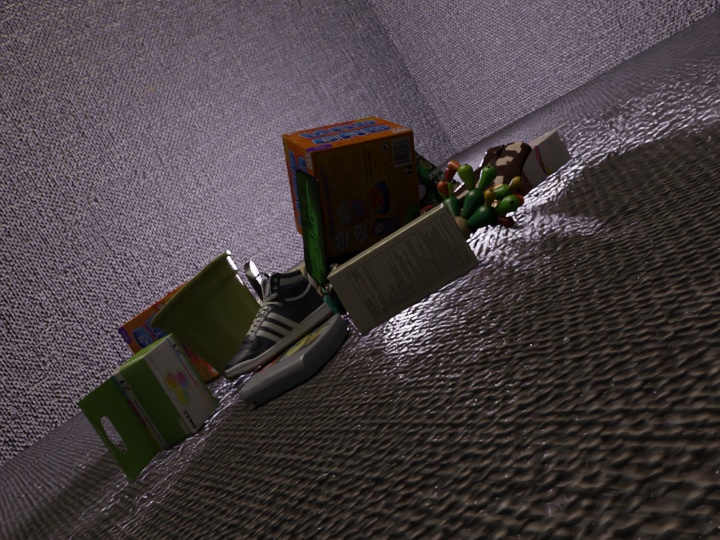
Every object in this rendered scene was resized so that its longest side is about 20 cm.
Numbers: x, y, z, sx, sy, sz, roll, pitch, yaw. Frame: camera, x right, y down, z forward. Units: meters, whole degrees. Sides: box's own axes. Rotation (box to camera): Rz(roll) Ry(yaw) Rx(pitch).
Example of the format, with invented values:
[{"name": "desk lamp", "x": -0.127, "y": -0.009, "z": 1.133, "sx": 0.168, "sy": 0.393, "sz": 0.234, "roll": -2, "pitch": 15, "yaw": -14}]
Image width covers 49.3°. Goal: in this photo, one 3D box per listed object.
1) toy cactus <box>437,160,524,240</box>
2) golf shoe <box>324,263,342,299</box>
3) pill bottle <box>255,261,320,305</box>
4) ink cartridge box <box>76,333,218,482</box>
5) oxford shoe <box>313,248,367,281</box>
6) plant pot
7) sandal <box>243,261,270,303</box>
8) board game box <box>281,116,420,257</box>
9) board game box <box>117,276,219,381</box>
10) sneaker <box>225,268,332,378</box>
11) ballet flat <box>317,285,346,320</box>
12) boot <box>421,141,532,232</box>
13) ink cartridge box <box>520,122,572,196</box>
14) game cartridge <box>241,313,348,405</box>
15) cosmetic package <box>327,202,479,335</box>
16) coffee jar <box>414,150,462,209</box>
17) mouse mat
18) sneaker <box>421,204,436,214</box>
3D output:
[{"name": "toy cactus", "x": 0.180, "y": -0.095, "z": 1.296, "sx": 0.199, "sy": 0.102, "sz": 0.166, "roll": 27, "pitch": 86, "yaw": 46}, {"name": "golf shoe", "x": 0.015, "y": 0.023, "z": 1.390, "sx": 0.087, "sy": 0.078, "sz": 0.200, "roll": 12, "pitch": 12, "yaw": 23}, {"name": "pill bottle", "x": -0.127, "y": 0.055, "z": 1.586, "sx": 0.199, "sy": 0.112, "sz": 0.111, "roll": -28, "pitch": 8, "yaw": 34}, {"name": "ink cartridge box", "x": -0.318, "y": 0.206, "z": 1.203, "sx": 0.075, "sy": 0.148, "sz": 0.200, "roll": -29, "pitch": 8, "yaw": 17}, {"name": "oxford shoe", "x": 0.000, "y": 0.000, "z": 1.513, "sx": 0.199, "sy": 0.085, "sz": 0.073, "roll": -16, "pitch": 42, "yaw": -22}, {"name": "plant pot", "x": -0.256, "y": 0.098, "z": 1.465, "sx": 0.200, "sy": 0.184, "sz": 0.200, "roll": -44, "pitch": 2, "yaw": 2}, {"name": "sandal", "x": -0.163, "y": 0.058, "z": 1.505, "sx": 0.043, "sy": 0.201, "sz": 0.076, "roll": -34, "pitch": -31, "yaw": -4}, {"name": "board game box", "x": -0.018, "y": -0.168, "z": 1.510, "sx": 0.198, "sy": 0.202, "sz": 0.200, "roll": -14, "pitch": 23, "yaw": -17}, {"name": "board game box", "x": -0.374, "y": 0.135, "z": 1.763, "sx": 0.199, "sy": 0.201, "sz": 0.200, "roll": -28, "pitch": 8, "yaw": 40}, {"name": "sneaker", "x": -0.148, "y": 0.076, "z": 1.223, "sx": 0.199, "sy": 0.109, "sz": 0.070, "roll": -35, "pitch": 7, "yaw": -27}, {"name": "ballet flat", "x": -0.065, "y": 0.070, "z": 1.391, "sx": 0.065, "sy": 0.071, "sz": 0.200, "roll": -46, "pitch": 0, "yaw": 10}, {"name": "boot", "x": 0.211, "y": -0.147, "z": 1.428, "sx": 0.199, "sy": 0.072, "sz": 0.167, "roll": -6, "pitch": 50, "yaw": 45}, {"name": "ink cartridge box", "x": 0.326, "y": -0.201, "z": 1.526, "sx": 0.200, "sy": 0.068, "sz": 0.116, "roll": -37, "pitch": 8, "yaw": -24}, {"name": "game cartridge", "x": -0.089, "y": 0.129, "z": 1.188, "sx": 0.132, "sy": 0.041, "sz": 0.200, "roll": -26, "pitch": 8, "yaw": 20}, {"name": "cosmetic package", "x": 0.062, "y": -0.003, "z": 1.145, "sx": 0.199, "sy": 0.106, "sz": 0.071, "roll": -30, "pitch": 5, "yaw": 10}, {"name": "coffee jar", "x": 0.143, "y": -0.177, "z": 1.668, "sx": 0.086, "sy": 0.199, "sz": 0.104, "roll": -58, "pitch": -8, "yaw": 31}, {"name": "mouse mat", "x": -0.086, "y": -0.074, "z": 1.397, "sx": 0.007, "sy": 0.202, "sz": 0.161, "roll": -11, "pitch": 16, "yaw": -16}, {"name": "sneaker", "x": 0.111, "y": -0.076, "z": 1.607, "sx": 0.098, "sy": 0.071, "sz": 0.200, "roll": -35, "pitch": 5, "yaw": -23}]
